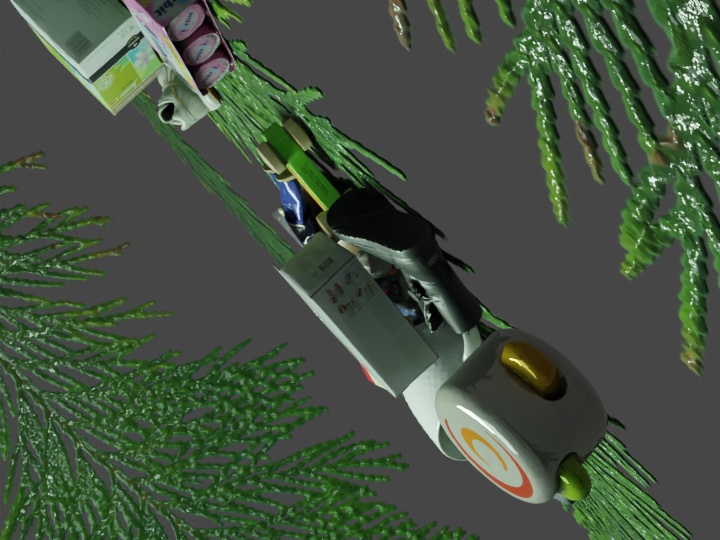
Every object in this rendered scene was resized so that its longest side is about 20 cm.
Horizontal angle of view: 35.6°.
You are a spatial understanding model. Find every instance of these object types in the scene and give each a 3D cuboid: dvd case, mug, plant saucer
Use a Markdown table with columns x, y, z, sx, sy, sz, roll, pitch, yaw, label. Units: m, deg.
| x | y | z | sx | sy | sz | roll | pitch | yaw | label |
| --- | --- | --- | --- | --- | --- | --- | --- | --- | --- |
| -0.095 | -0.053 | 1.965 | 0.149 | 0.016 | 0.200 | 48 | 173 | -6 | dvd case |
| 0.131 | 0.134 | 1.573 | 0.175 | 0.147 | 0.201 | -130 | 32 | -48 | mug |
| -0.055 | -0.059 | 1.910 | 0.200 | 0.037 | 0.200 | 45 | 173 | 7 | plant saucer |

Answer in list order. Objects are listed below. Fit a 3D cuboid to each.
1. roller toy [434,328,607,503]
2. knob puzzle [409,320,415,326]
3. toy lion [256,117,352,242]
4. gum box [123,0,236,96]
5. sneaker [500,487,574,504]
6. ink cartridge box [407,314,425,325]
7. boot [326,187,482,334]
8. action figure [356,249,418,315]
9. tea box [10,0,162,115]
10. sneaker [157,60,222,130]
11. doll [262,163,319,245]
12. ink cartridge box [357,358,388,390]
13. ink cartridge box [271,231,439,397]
| x | y | z | sx | sy | sz | roll | pitch | yaw | label |
| --- | --- | --- | --- | --- | --- | --- | --- | --- | --- |
| 0.190 | 0.164 | 1.320 | 0.200 | 0.140 | 0.182 | 53 | 161 | -19 | roller toy |
| 0.092 | 0.130 | 1.831 | 0.220 | 0.030 | 0.220 | 57 | 169 | 18 | knob puzzle |
| -0.067 | -0.125 | 1.564 | 0.200 | 0.069 | 0.192 | 49 | 180 | -18 | toy lion |
| -0.235 | -0.314 | 1.429 | 0.114 | 0.066 | 0.200 | 46 | 173 | 16 | gum box |
| 0.310 | 0.389 | 2.044 | 0.075 | 0.088 | 0.200 | 50 | 172 | -32 | sneaker |
| 0.096 | 0.120 | 1.977 | 0.198 | 0.043 | 0.200 | 41 | 168 | 31 | ink cartridge box |
| 0.054 | -0.007 | 1.407 | 0.200 | 0.076 | 0.168 | 28 | 157 | 50 | boot |
| 0.000 | 0.000 | 1.679 | 0.199 | 0.105 | 0.194 | 21 | 167 | -2 | action figure |
| -0.482 | -0.419 | 1.998 | 0.200 | 0.134 | 0.197 | 44 | 173 | 18 | tea box |
| -0.313 | -0.294 | 1.884 | 0.076 | 0.092 | 0.200 | 52 | 171 | -34 | sneaker |
| -0.093 | -0.083 | 1.785 | 0.136 | 0.048 | 0.201 | 40 | 158 | 45 | doll |
| 0.035 | 0.125 | 1.818 | 0.117 | 0.067 | 0.200 | 62 | 170 | -6 | ink cartridge box |
| -0.011 | 0.051 | 1.525 | 0.200 | 0.084 | 0.175 | 50 | 173 | -27 | ink cartridge box |
